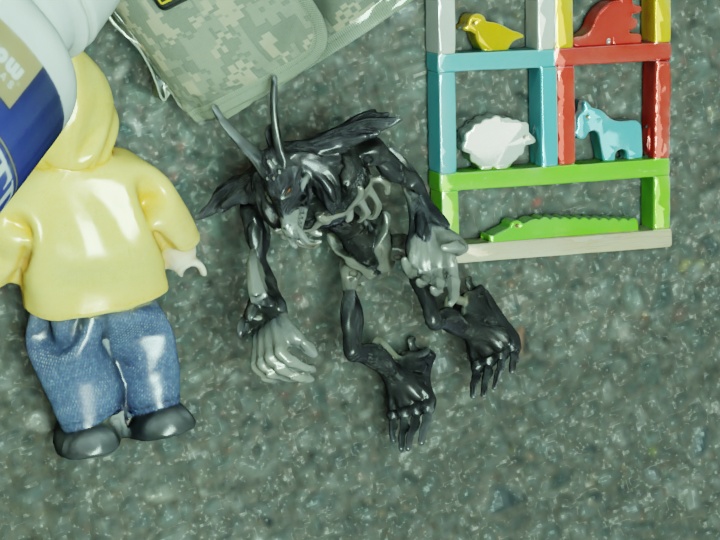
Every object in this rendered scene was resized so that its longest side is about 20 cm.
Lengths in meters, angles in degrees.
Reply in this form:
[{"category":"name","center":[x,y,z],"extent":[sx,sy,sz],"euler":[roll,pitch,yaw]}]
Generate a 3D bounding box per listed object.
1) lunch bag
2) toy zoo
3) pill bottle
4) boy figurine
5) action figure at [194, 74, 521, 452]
[{"category":"lunch bag","center":[-0.048,-0.184,1.125],"extent":[0.200,0.118,0.164],"euler":[-36,110,-1]},{"category":"toy zoo","center":[0.097,-0.108,1.230],"extent":[0.130,0.020,0.201],"euler":[-4,100,-17]},{"category":"pill bottle","center":[-0.194,-0.074,1.040],"extent":[0.120,0.120,0.200],"euler":[42,63,-19]},{"category":"boy figurine","center":[-0.139,-0.011,1.148],"extent":[0.124,0.064,0.201],"euler":[-16,102,-16]},{"category":"action figure","center":[0.000,0.000,1.149],"extent":[0.119,0.102,0.200],"euler":[-29,128,17]}]
